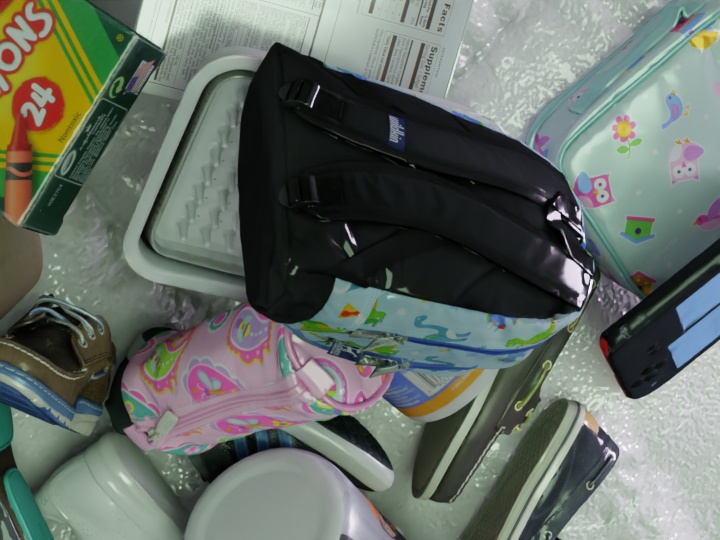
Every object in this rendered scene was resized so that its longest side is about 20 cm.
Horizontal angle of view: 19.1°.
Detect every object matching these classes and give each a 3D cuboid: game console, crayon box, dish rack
[{"bbox_3d":[0.249,0.009,1.453,0.200,0.177,0.031,-39,75,1],"label":"game console"},{"bbox_3d":[-0.228,-0.126,1.224,0.200,0.051,0.127,33,93,16],"label":"crayon box"},{"bbox_3d":[-0.028,-0.052,1.267,0.199,0.044,0.172,13,128,-20],"label":"dish rack"}]

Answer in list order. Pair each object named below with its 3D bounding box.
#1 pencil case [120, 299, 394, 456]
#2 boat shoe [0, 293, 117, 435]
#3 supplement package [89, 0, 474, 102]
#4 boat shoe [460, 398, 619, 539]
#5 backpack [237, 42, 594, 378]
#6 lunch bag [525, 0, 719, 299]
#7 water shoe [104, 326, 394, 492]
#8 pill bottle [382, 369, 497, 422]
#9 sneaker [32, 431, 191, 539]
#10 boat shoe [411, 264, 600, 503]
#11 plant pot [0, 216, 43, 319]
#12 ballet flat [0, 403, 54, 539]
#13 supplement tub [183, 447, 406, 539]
[{"bbox_3d":[-0.065,0.062,1.283,0.087,0.200,0.088,11,71,-36],"label":"pencil case"},{"bbox_3d":[-0.192,0.052,1.312,0.072,0.200,0.073,24,84,3],"label":"boat shoe"},{"bbox_3d":[-0.052,-0.170,1.321,0.199,0.152,0.151,13,98,-20],"label":"supplement package"},{"bbox_3d":[0.115,0.186,1.499,0.062,0.075,0.200,34,85,-16],"label":"boat shoe"},{"bbox_3d":[0.032,-0.019,1.185,0.199,0.164,0.154,5,145,-16],"label":"backpack"},{"bbox_3d":[0.221,-0.093,1.469,0.200,0.077,0.161,-40,110,-6],"label":"lunch bag"},{"bbox_3d":[-0.074,0.109,1.427,0.200,0.072,0.079,28,102,-13],"label":"water shoe"},{"bbox_3d":[0.000,0.000,1.398,0.200,0.112,0.112,40,88,-21],"label":"pill bottle"},{"bbox_3d":[-0.141,0.201,1.427,0.088,0.075,0.200,-33,109,9],"label":"sneaker"},{"bbox_3d":[0.100,0.074,1.468,0.060,0.072,0.202,26,90,-18],"label":"boat shoe"},{"bbox_3d":[-0.289,-0.003,1.274,0.174,0.200,0.201,-30,110,-28],"label":"plant pot"},{"bbox_3d":[-0.247,0.125,1.360,0.073,0.073,0.201,-19,91,-14],"label":"ballet flat"},{"bbox_3d":[-0.021,0.210,1.402,0.123,0.122,0.200,-44,140,-5],"label":"supplement tub"}]
